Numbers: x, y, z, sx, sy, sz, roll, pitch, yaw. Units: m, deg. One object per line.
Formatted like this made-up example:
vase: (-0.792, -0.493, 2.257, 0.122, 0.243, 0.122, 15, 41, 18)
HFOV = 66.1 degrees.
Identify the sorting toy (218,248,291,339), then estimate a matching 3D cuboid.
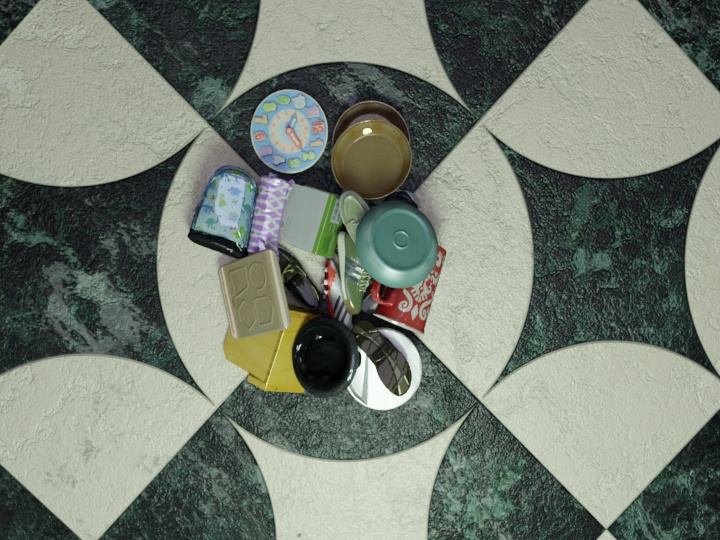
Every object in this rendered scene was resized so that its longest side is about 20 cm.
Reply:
sorting toy: (-0.252, 0.060, 1.326, 0.197, 0.036, 0.190, -15, 87, 36)

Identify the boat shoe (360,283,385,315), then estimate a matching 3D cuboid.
boat shoe: (0.078, 0.048, 1.404, 0.199, 0.063, 0.075, -32, 97, 2)

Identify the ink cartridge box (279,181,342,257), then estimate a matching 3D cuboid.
ink cartridge box: (-0.145, -0.135, 1.384, 0.197, 0.075, 0.151, 21, 94, 31)

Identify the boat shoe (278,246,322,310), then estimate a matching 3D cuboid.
boat shoe: (-0.169, 0.017, 1.392, 0.072, 0.061, 0.202, -42, 94, 1)

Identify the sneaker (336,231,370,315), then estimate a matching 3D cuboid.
sneaker: (0.000, 0.000, 1.328, 0.088, 0.067, 0.206, -8, 86, 19)

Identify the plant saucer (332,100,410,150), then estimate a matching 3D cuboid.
plant saucer: (0.027, -0.319, 1.390, 0.195, 0.037, 0.206, 0, 94, -1)

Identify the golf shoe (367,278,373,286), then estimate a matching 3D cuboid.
golf shoe: (0.036, -0.036, 1.389, 0.198, 0.078, 0.095, -38, 94, 0)

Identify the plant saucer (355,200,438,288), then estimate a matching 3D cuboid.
plant saucer: (0.087, -0.064, 1.233, 0.195, 0.036, 0.206, 3, 76, -13)

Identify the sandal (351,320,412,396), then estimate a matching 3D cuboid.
sandal: (0.051, 0.207, 1.326, 0.082, 0.055, 0.200, -42, 80, -5)

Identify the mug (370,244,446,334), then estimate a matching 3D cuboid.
mug: (0.118, 0.028, 1.292, 0.131, 0.177, 0.204, 19, 83, 20)

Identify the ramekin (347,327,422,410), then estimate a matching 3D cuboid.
ramekin: (0.052, 0.239, 1.398, 0.197, 0.094, 0.208, 0, 94, -2)

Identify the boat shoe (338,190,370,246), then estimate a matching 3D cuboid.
boat shoe: (0.007, -0.092, 1.272, 0.071, 0.062, 0.204, -25, 87, 2)

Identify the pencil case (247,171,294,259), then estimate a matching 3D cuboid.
pencil case: (-0.217, -0.130, 1.338, 0.083, 0.084, 0.205, 13, 95, 2)

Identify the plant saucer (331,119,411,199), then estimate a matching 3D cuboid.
plant saucer: (0.027, -0.263, 1.337, 0.195, 0.035, 0.206, -2, 76, 6)

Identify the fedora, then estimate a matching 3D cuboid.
fedora: (-0.067, 0.204, 1.314, 0.197, 0.091, 0.206, -6, 79, 34)

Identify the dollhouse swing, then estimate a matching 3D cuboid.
dollhouse swing: (-0.220, 0.179, 1.415, 0.179, 0.174, 0.205, 16, 94, -44)

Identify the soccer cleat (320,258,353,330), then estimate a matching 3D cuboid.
soccer cleat: (-0.049, 0.071, 1.388, 0.083, 0.069, 0.206, -7, 85, -15)

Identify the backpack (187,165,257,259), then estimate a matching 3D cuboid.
backpack: (-0.321, -0.151, 1.347, 0.160, 0.154, 0.204, 20, 78, -4)

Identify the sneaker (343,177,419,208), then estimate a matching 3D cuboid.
sneaker: (0.047, -0.153, 1.360, 0.195, 0.076, 0.116, 14, 57, -6)

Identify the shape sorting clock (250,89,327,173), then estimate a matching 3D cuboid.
shape sorting clock: (-0.178, -0.347, 1.380, 0.194, 0.039, 0.206, 0, 93, -2)
